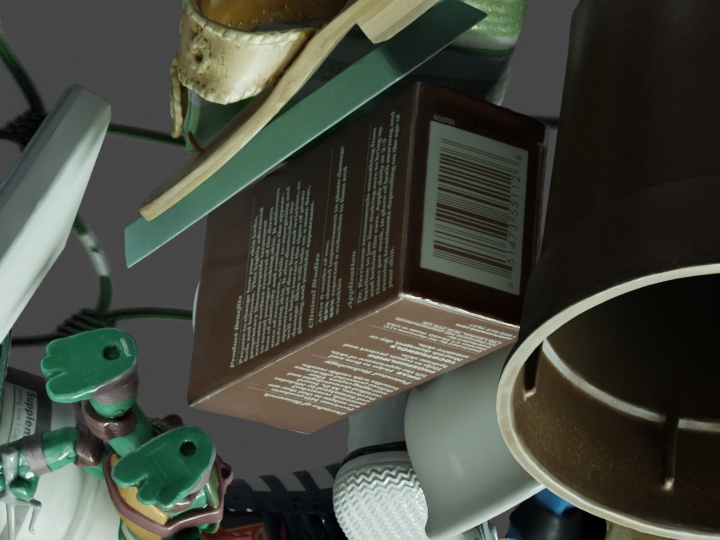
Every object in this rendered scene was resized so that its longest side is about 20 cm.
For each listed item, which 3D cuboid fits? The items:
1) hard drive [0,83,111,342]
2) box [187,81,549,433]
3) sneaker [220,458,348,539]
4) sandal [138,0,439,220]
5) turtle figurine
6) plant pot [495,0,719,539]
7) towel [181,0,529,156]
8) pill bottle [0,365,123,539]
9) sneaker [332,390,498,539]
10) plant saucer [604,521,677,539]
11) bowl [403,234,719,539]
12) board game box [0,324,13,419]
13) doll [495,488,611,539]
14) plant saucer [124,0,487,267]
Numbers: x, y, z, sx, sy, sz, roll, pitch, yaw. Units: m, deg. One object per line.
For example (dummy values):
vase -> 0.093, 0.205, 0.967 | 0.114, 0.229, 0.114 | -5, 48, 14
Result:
hard drive -> -0.179, 0.024, 1.237 | 0.027, 0.200, 0.132 | 29, 144, 1
box -> 0.000, 0.000, 1.227 | 0.075, 0.101, 0.200 | 16, 158, -28
sneaker -> -0.042, 0.143, 1.483 | 0.199, 0.075, 0.084 | -10, 179, 20
sandal -> -0.037, -0.104, 1.114 | 0.211, 0.078, 0.070 | -35, 101, 36
turtle figurine -> -0.112, 0.113, 1.349 | 0.149, 0.101, 0.200 | 32, 152, 14
plant pot -> 0.158, -0.025, 1.114 | 0.199, 0.199, 0.201 | 4, 145, 2
towel -> -0.005, -0.103, 1.173 | 0.148, 0.031, 0.200 | 7, 147, -1
pill bottle -> -0.217, 0.097, 1.426 | 0.199, 0.114, 0.113 | 22, 143, -23
sneaker -> 0.041, 0.115, 1.415 | 0.075, 0.115, 0.200 | -6, 143, 17
plant saucer -> 0.149, 0.114, 1.346 | 0.035, 0.201, 0.201 | 23, 148, 10
bowl -> 0.092, 0.033, 1.269 | 0.201, 0.201, 0.091 | -35, 88, 44
board game box -> -0.271, 0.043, 1.331 | 0.199, 0.136, 0.028 | 4, 155, 1
doll -> 0.094, 0.132, 1.341 | 0.048, 0.200, 0.137 | 24, 106, 11
plant saucer -> -0.030, -0.059, 1.176 | 0.200, 0.070, 0.019 | -33, 94, 44
